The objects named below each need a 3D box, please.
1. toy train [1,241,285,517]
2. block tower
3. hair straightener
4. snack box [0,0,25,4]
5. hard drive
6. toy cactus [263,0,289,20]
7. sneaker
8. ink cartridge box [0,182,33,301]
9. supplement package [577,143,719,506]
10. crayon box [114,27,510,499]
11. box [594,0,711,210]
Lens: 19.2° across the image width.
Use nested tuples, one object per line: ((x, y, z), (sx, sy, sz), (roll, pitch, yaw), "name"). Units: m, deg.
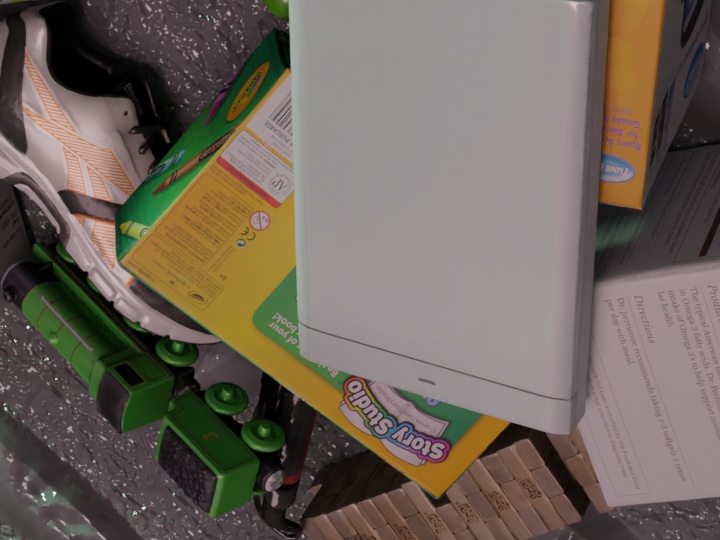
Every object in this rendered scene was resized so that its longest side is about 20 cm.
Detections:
((-0.113, 0.050, 1.068), (0.200, 0.056, 0.042), (41, 134, 31), "toy train")
((0.058, 0.108, 1.076), (0.199, 0.058, 0.054), (-24, 109, 35), "block tower")
((-0.027, 0.043, 1.068), (0.040, 0.077, 0.202), (2, 114, -12), "hair straightener")
((-0.167, -0.239, 0.903), (0.169, 0.067, 0.201), (51, 133, 22), "snack box")
((0.033, -0.035, 0.868), (0.131, 0.027, 0.202), (16, 126, 23), "hard drive")
((0.046, -0.140, 0.906), (0.165, 0.103, 0.200), (42, 120, -19), "toy cactus")
((-0.116, -0.046, 1.044), (0.080, 0.074, 0.200), (-38, 106, 25), "sneaker")
((-0.269, -0.068, 1.089), (0.143, 0.084, 0.202), (2, 122, 23), "ink cartridge box")
((0.193, 0.014, 0.914), (0.198, 0.117, 0.118), (-9, 117, 29), "supplement package")
((0.000, 0.000, 0.976), (0.199, 0.058, 0.119), (38, 105, -21), "crayon box")
((0.118, -0.121, 0.859), (0.041, 0.119, 0.202), (11, 125, 16), "box")
